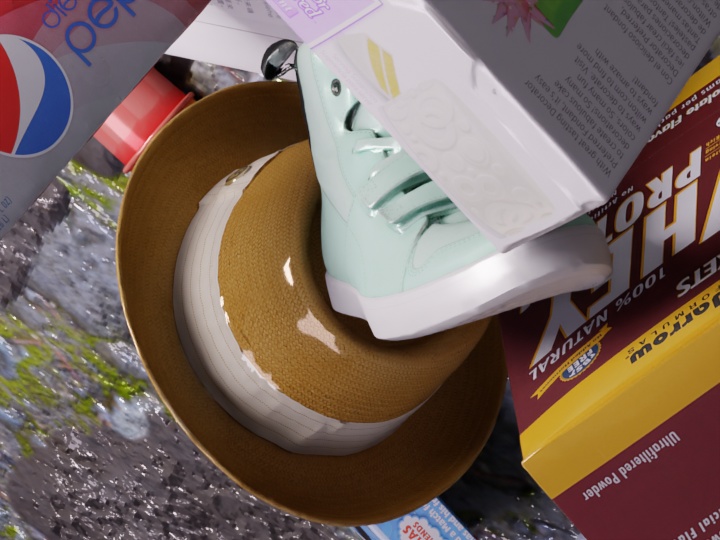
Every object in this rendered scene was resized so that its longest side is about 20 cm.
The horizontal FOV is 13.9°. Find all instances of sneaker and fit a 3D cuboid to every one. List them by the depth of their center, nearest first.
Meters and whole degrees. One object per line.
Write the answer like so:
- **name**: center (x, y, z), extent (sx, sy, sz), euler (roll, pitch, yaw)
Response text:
- **sneaker**: center (0.020, -0.042, 1.015), extent (0.200, 0.073, 0.119), euler (-173, 70, -72)

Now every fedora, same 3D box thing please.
- **fedora**: center (0.000, 0.000, 1.168), extent (0.201, 0.201, 0.082), euler (45, 138, -12)

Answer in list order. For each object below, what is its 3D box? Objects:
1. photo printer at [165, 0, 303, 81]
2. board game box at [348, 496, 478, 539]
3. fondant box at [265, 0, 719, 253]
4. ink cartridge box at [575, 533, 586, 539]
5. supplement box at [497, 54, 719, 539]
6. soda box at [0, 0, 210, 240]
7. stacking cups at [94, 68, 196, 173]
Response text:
- **photo printer**: center (-0.031, -0.147, 1.126), extent (0.199, 0.070, 0.167), euler (13, 140, 32)
- **board game box**: center (-0.014, 0.082, 1.373), extent (0.200, 0.037, 0.151), euler (48, 174, -15)
- **fondant box**: center (0.058, -0.127, 0.943), extent (0.144, 0.200, 0.058), euler (46, 142, -13)
- **ink cartridge box**: center (0.139, 0.141, 1.206), extent (0.119, 0.200, 0.042), euler (38, 165, -2)
- **supplement box**: center (0.158, 0.055, 1.044), extent (0.133, 0.200, 0.197), euler (-36, 109, 13)
- **soda box**: center (-0.119, -0.070, 1.054), extent (0.063, 0.200, 0.070), euler (42, 146, -8)
- **stacking cups**: center (-0.046, -0.021, 1.317), extent (0.200, 0.061, 0.061), euler (41, 148, 0)
